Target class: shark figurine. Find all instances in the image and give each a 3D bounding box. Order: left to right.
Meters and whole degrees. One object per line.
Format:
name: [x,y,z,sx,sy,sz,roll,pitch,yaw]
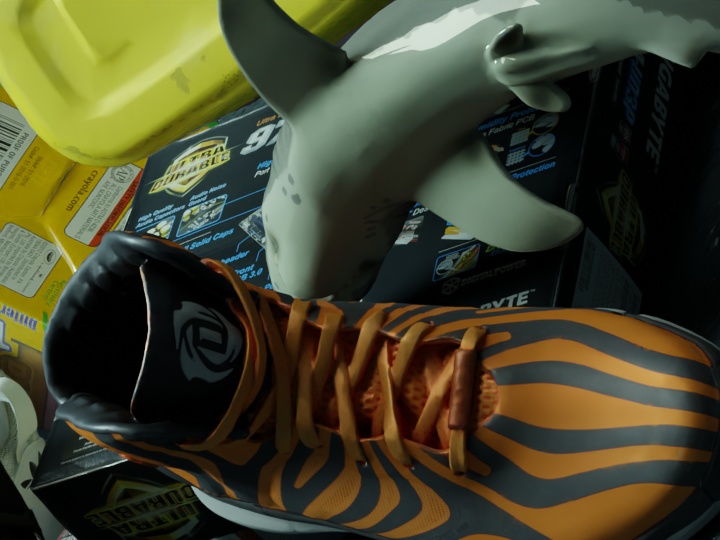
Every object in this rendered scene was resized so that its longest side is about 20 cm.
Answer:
shark figurine: [0.052,-0.064,0.730,0.213,0.129,0.090,-13,31,29]

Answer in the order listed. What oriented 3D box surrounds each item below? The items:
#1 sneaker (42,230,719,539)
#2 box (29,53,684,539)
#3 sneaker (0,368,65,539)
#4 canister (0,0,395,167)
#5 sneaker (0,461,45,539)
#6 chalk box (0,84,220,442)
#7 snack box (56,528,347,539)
sneaker: [-0.005,0.036,0.702,0.199,0.112,0.078,-4,71,38]
box: [0.000,0.000,0.857,0.199,0.046,0.160,-20,37,31]
sneaker: [-0.195,0.069,1.020,0.199,0.115,0.075,8,45,20]
canister: [-0.019,-0.111,0.855,0.148,0.087,0.200,-35,1,25]
sneaker: [-0.082,0.112,0.795,0.112,0.073,0.201,-30,68,33]
chalk box: [-0.126,0.028,1.086,0.201,0.123,0.125,104,-167,-52]
snack box: [-0.019,0.029,0.971,0.142,0.053,0.201,-22,32,58]
